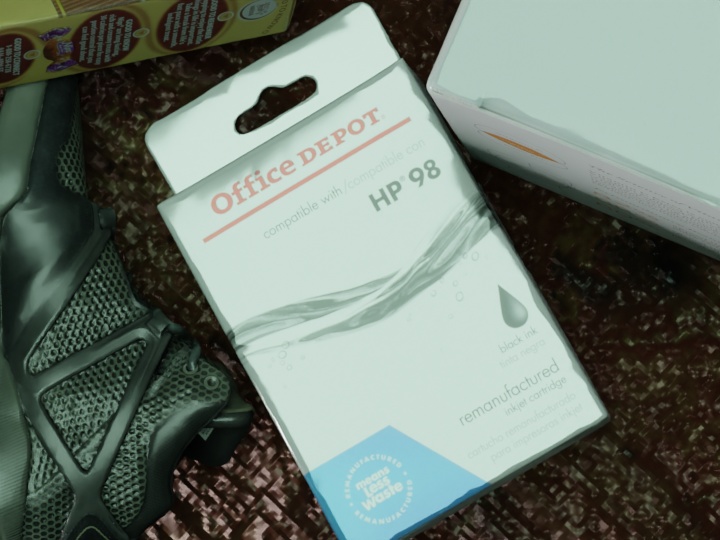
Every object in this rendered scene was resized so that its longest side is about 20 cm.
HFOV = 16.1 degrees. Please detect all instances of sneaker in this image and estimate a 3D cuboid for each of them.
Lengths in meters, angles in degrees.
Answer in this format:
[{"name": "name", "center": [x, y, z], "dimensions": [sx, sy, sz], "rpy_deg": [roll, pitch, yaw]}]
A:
[{"name": "sneaker", "center": [-0.100, 0.015, 1.010], "dimensions": [0.113, 0.076, 0.201], "rpy_deg": [1, 77, -7]}]

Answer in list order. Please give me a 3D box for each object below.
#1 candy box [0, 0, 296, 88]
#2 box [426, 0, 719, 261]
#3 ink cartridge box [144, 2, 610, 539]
[{"name": "candy box", "center": [-0.133, -0.135, 0.990], "dimensions": [0.199, 0.057, 0.117], "rpy_deg": [-13, 70, -13]}, {"name": "box", "center": [0.120, -0.072, 0.924], "dimensions": [0.151, 0.200, 0.107], "rpy_deg": [23, 89, 7]}, {"name": "ink cartridge box", "center": [0.000, 0.000, 1.000], "dimensions": [0.115, 0.067, 0.201], "rpy_deg": [-30, 83, 4]}]
